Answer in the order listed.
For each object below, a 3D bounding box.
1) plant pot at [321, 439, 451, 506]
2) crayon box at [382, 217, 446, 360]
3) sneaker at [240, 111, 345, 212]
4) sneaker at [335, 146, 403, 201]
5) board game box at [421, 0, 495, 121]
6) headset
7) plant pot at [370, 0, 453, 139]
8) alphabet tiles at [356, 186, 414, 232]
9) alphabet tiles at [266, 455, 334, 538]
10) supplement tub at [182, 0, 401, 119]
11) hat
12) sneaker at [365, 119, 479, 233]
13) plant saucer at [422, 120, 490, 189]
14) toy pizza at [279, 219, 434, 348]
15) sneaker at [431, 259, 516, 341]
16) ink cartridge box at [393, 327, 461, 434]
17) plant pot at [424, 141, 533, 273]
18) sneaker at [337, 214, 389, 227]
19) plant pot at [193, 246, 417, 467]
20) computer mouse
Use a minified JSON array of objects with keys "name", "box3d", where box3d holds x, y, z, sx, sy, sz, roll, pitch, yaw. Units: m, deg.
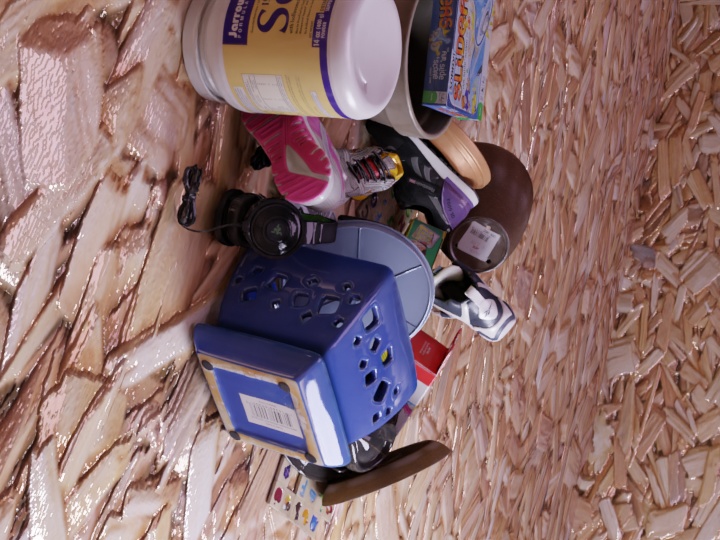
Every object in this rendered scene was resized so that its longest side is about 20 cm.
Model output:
[{"name":"plant pot","box3d":[0.033,0.283,1.496,0.200,0.199,0.028,-16,82,-63]},{"name":"crayon box","box3d":[0.045,0.051,1.511,0.173,0.058,0.201,121,-7,-59]},{"name":"sneaker","box3d":[-0.074,-0.141,1.206,0.088,0.081,0.201,49,19,-58]},{"name":"sneaker","box3d":[0.001,-0.137,1.398,0.078,0.082,0.200,71,19,-2]},{"name":"board game box","box3d":[0.125,-0.295,1.305,0.135,0.034,0.201,-1,98,-65]},{"name":"headset","box3d":[-0.115,-0.066,1.168,0.199,0.123,0.095,-1,101,-42]},{"name":"plant pot","box3d":[0.020,-0.271,1.330,0.200,0.173,0.201,7,90,-66]},{"name":"alphabet tiles","box3d":[0.044,-0.114,1.621,0.200,0.006,0.167,-60,147,-41]},{"name":"alphabet tiles","box3d":[-0.065,0.280,1.492,0.200,0.008,0.168,57,46,-55]},{"name":"supplement tub","box3d":[-0.071,-0.237,1.111,0.145,0.199,0.146,7,90,-66]},{"name":"hat","box3d":[-0.010,0.216,1.406,0.200,0.081,0.202,-16,123,-27]},{"name":"sneaker","box3d":[0.071,-0.136,1.506,0.088,0.200,0.076,-47,178,-8]},{"name":"plant saucer","box3d":[0.104,-0.186,1.537,0.037,0.200,0.200,-46,146,-8]},{"name":"toy pizza","box3d":[-0.004,0.020,1.345,0.032,0.199,0.201,-82,166,-59]},{"name":"sneaker","box3d":[0.126,0.021,1.537,0.080,0.199,0.130,-46,129,-2]},{"name":"ink cartridge box","box3d":[0.065,0.161,1.537,0.201,0.067,0.116,-58,177,20]},{"name":"plant pot","box3d":[0.183,-0.081,1.649,0.200,0.186,0.188,-78,164,-64]},{"name":"sneaker","box3d":[0.000,0.000,1.449,0.201,0.075,0.116,61,42,-73]},{"name":"plant pot","box3d":[-0.068,0.104,1.224,0.180,0.199,0.201,-51,142,-39]},{"name":"computer mouse","box3d":[-0.080,-0.095,1.320,0.110,0.044,0.201,-67,146,-44]}]
